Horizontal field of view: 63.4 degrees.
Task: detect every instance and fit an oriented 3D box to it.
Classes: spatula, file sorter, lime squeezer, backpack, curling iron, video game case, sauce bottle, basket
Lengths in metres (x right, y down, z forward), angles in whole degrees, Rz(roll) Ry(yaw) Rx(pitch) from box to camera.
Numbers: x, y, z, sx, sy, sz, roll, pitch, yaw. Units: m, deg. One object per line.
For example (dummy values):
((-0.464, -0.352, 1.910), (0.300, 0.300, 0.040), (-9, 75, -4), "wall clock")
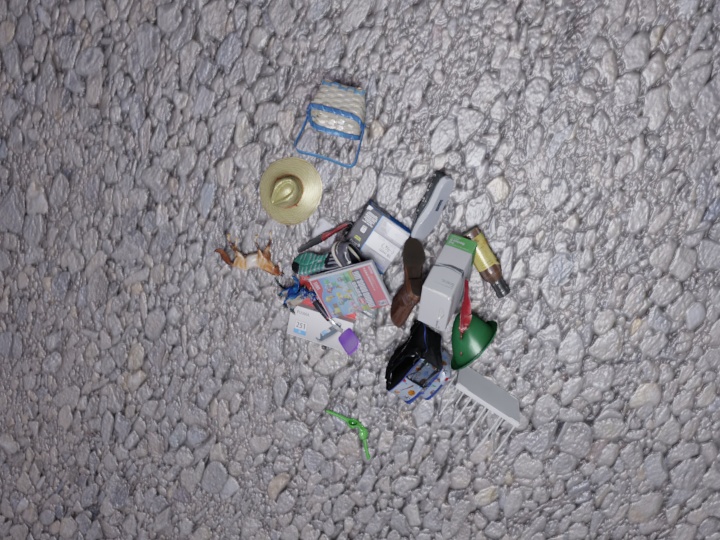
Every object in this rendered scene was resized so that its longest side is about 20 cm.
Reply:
((-0.077, 0.153, 1.681), (0.056, 0.021, 0.201), (-41, 89, 18), "spatula")
((0.328, 0.385, 1.631), (0.197, 0.139, 0.126), (33, 110, 3), "file sorter")
((-0.019, 0.485, 1.786), (0.201, 0.038, 0.070), (48, 138, -2), "lime squeezer")
((0.155, 0.269, 1.628), (0.154, 0.201, 0.190), (41, 113, -10), "backpack")
((-0.097, -0.090, 1.677), (0.196, 0.026, 0.051), (-20, 100, 16), "curling iron")
((-0.027, 0.054, 1.590), (0.195, 0.018, 0.145), (-14, 120, 25), "video game case")
((0.340, -0.020, 1.580), (0.064, 0.065, 0.203), (-29, 96, 16), "sauce bottle")
((-0.065, -0.383, 1.538), (0.172, 0.139, 0.204), (19, 75, 7), "basket")

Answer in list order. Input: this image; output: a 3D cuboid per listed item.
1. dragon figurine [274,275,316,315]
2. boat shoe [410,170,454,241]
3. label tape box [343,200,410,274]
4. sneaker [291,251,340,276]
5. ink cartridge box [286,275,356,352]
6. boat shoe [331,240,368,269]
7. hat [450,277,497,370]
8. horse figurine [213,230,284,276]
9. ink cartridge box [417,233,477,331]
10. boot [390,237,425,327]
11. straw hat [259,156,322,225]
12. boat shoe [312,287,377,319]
((-0.185, 0.057, 1.674), (0.100, 0.200, 0.059), (-47, 122, 6), "dragon figurine")
((0.186, -0.173, 1.585), (0.057, 0.068, 0.203), (45, 118, 36), "boat shoe")
((0.028, -0.066, 1.623), (0.142, 0.063, 0.202), (32, 106, -8), "label tape box")
((-0.110, -0.002, 1.669), (0.196, 0.076, 0.088), (-1, 147, 39), "sneaker")
((-0.108, 0.125, 1.717), (0.195, 0.045, 0.181), (15, 105, 9), "ink cartridge box")
((0.000, 0.000, 1.586), (0.062, 0.073, 0.201), (-10, 127, 48), "boat shoe")
((0.258, 0.135, 1.566), (0.176, 0.166, 0.200), (43, 99, -8), "hat")
((-0.325, -0.045, 1.718), (0.194, 0.050, 0.136), (-3, 118, 4), "horse figurine")
((0.226, 0.030, 1.516), (0.082, 0.202, 0.148), (21, 142, 17), "ink cartridge box")
((0.123, 0.038, 1.616), (0.062, 0.201, 0.191), (7, 60, -9), "boot")
((-0.210, -0.222, 1.643), (0.195, 0.085, 0.207), (3, 103, 11), "straw hat")
((-0.046, 0.083, 1.662), (0.196, 0.075, 0.066), (15, 74, 1), "boat shoe")
